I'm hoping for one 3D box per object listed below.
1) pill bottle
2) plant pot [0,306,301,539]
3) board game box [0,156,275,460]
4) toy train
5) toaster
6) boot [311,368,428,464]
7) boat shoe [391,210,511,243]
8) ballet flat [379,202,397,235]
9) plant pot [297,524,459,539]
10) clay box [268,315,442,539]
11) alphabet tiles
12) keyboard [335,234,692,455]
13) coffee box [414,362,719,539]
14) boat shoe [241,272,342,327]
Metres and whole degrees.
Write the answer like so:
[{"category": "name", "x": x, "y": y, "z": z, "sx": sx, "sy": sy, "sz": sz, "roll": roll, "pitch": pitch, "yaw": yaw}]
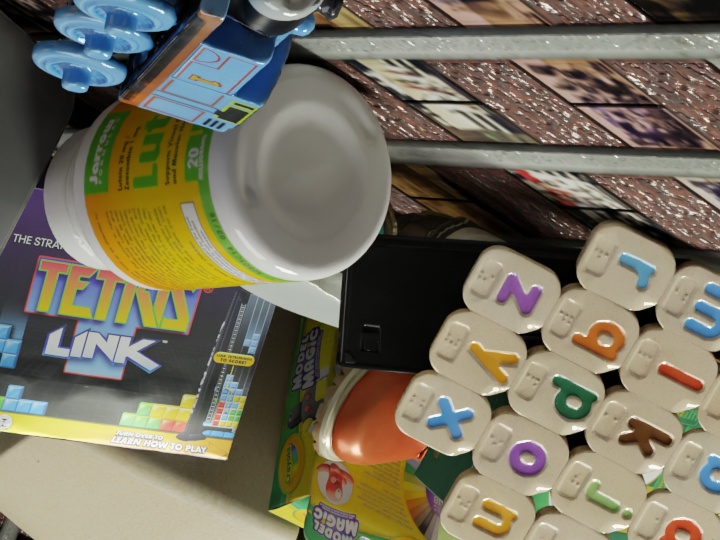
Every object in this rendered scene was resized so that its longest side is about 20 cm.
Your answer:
[{"category": "pill bottle", "x": -0.085, "y": -0.046, "z": 1.396, "sx": 0.111, "sy": 0.112, "sz": 0.200, "roll": 30, "pitch": 160, "yaw": -33}, {"category": "plant pot", "x": -0.152, "y": 0.092, "z": 1.762, "sx": 0.177, "sy": 0.201, "sz": 0.200, "roll": 25, "pitch": 148, "yaw": -24}, {"category": "board game box", "x": -0.155, "y": 0.022, "z": 1.591, "sx": 0.199, "sy": 0.166, "sz": 0.057, "roll": 8, "pitch": -156, "yaw": -23}, {"category": "toy train", "x": -0.077, "y": -0.124, "z": 1.175, "sx": 0.114, "sy": 0.087, "sz": 0.200, "roll": 15, "pitch": 167, "yaw": -14}, {"category": "toaster", "x": -0.276, "y": -0.064, "z": 1.477, "sx": 0.119, "sy": 0.201, "sz": 0.180, "roll": 35, "pitch": 161, "yaw": -32}, {"category": "boot", "x": 0.063, "y": 0.090, "z": 1.652, "sx": 0.199, "sy": 0.075, "sz": 0.107, "roll": -14, "pitch": -148, "yaw": -41}, {"category": "boat shoe", "x": 0.084, "y": 0.019, "z": 1.524, "sx": 0.059, "sy": 0.072, "sz": 0.200, "roll": 30, "pitch": 179, "yaw": 40}, {"category": "ballet flat", "x": -0.057, "y": -0.052, "z": 1.507, "sx": 0.199, "sy": 0.071, "sz": 0.065, "roll": 19, "pitch": -165, "yaw": 24}, {"category": "plant pot", "x": 0.049, "y": 0.144, "z": 1.889, "sx": 0.189, "sy": 0.201, "sz": 0.200, "roll": 14, "pitch": 172, "yaw": -28}, {"category": "clay box", "x": 0.004, "y": 0.108, "z": 1.710, "sx": 0.115, "sy": 0.201, "sz": 0.048, "roll": 30, "pitch": 146, "yaw": -33}, {"category": "alphabet tiles", "x": 0.127, "y": 0.076, "z": 1.421, "sx": 0.195, "sy": 0.201, "sz": 0.015, "roll": 26, "pitch": -164, "yaw": -7}, {"category": "keyboard", "x": 0.086, "y": 0.046, "z": 1.434, "sx": 0.199, "sy": 0.128, "sz": 0.021, "roll": 5, "pitch": -165, "yaw": 2}, {"category": "coffee box", "x": 0.135, "y": 0.094, "z": 1.534, "sx": 0.199, "sy": 0.123, "sz": 0.044, "roll": 14, "pitch": -161, "yaw": -43}, {"category": "boat shoe", "x": 0.000, "y": 0.000, "z": 1.576, "sx": 0.199, "sy": 0.064, "sz": 0.071, "roll": 21, "pitch": 163, "yaw": -22}]
